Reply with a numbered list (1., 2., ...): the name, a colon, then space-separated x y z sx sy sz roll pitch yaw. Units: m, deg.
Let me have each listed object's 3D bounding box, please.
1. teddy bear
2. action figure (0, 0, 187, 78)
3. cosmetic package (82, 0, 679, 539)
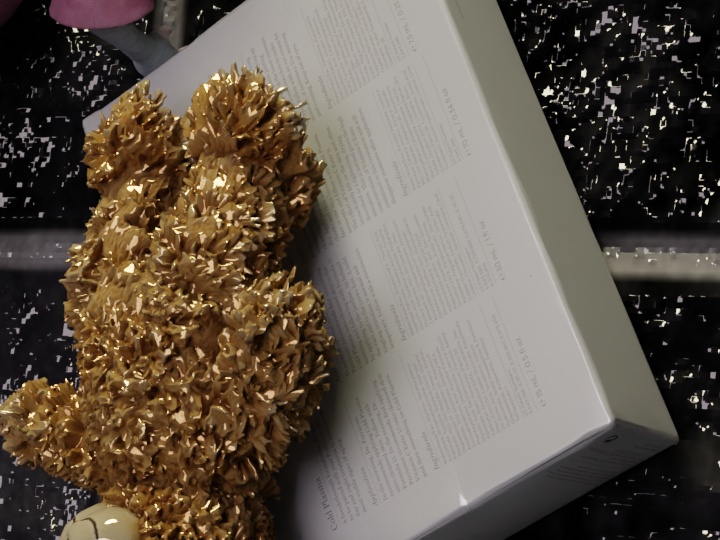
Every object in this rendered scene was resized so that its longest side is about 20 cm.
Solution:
1. teddy bear: -0.063 0.031 0.752 0.144 0.067 0.202 15 90 39
2. action figure: -0.121 -0.146 0.848 0.199 0.148 0.135 -20 63 44
3. cosmetic package: 0.000 0.000 0.784 0.150 0.052 0.201 -31 65 24
